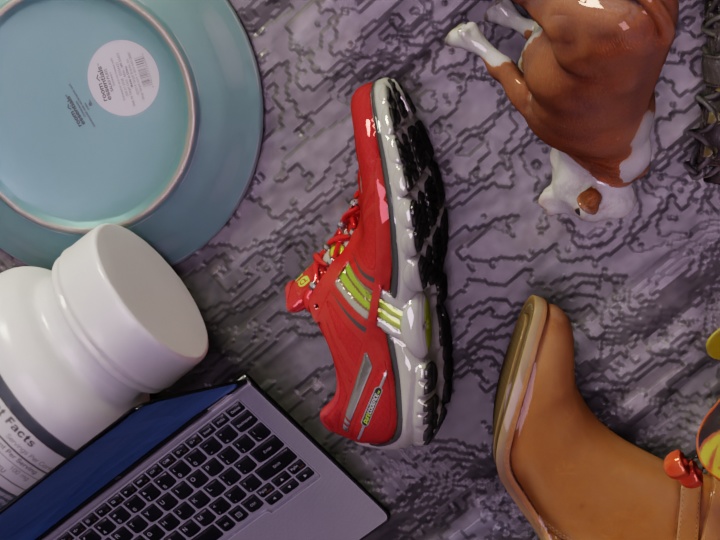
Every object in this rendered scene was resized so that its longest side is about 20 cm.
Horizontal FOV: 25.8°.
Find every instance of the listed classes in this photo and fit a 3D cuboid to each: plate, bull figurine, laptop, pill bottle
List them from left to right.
[{"bbox_3d":[-0.185,0.069,0.854,0.200,0.120,0.120,-37,94,15],"label":"pill bottle"},{"bbox_3d":[-0.152,-0.089,0.861,0.199,0.026,0.202,2,103,10],"label":"plate"},{"bbox_3d":[-0.112,0.154,0.833,0.187,0.116,0.200,-37,115,16],"label":"laptop"},{"bbox_3d":[0.100,-0.100,0.758,0.121,0.200,0.065,40,70,14],"label":"bull figurine"}]

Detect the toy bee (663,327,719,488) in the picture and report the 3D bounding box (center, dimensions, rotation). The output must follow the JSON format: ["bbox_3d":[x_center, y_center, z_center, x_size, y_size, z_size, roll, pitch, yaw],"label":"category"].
[{"bbox_3d":[0.201,0.068,0.777,0.108,0.201,0.131,-10,131,31],"label":"toy bee"}]

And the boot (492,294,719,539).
[{"bbox_3d":[0.146,0.112,0.838,0.154,0.074,0.201,3,106,4],"label":"boot"}]

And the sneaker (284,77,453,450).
[{"bbox_3d":[0.000,0.000,0.831,0.084,0.077,0.201,1,102,15],"label":"sneaker"}]

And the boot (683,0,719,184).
[{"bbox_3d":[0.180,-0.129,0.773,0.199,0.069,0.175,6,105,8],"label":"boot"}]
